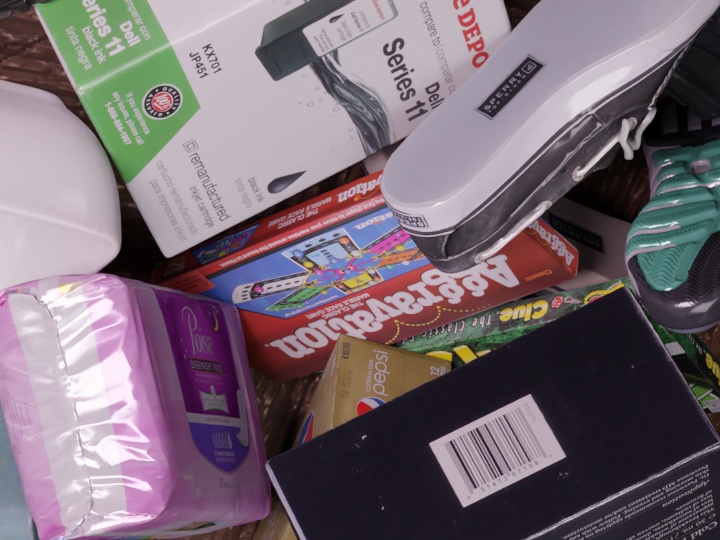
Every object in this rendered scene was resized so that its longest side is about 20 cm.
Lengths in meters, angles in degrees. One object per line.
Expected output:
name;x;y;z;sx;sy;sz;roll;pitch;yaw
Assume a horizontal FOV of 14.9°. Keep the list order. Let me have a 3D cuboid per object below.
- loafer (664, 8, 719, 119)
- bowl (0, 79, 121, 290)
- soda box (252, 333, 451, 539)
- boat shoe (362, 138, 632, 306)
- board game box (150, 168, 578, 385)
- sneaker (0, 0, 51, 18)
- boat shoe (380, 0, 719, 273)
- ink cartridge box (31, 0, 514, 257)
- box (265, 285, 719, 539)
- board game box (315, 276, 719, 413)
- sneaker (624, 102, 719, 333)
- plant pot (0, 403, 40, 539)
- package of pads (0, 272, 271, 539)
loafer;0.132;-0.147;1.360;0.200;0.068;0.070;31;103;-38
bowl;-0.219;-0.046;1.273;0.199;0.075;0.200;11;166;-23
soda box;-0.011;0.127;1.477;0.064;0.068;0.200;14;135;-9
boat shoe;0.068;-0.003;1.443;0.200;0.075;0.093;28;130;-20
board game box;0.000;0.000;1.396;0.200;0.019;0.103;-21;135;36
sneaker;-0.144;-0.169;1.205;0.200;0.079;0.074;-22;156;20
boat shoe;0.101;-0.076;1.291;0.199;0.074;0.068;-45;134;-10
ink cartridge box;-0.036;-0.114;1.289;0.200;0.083;0.147;-28;145;-3
box;0.076;0.131;1.369;0.200;0.104;0.182;-25;147;-5
board game box;0.086;0.056;1.455;0.200;0.023;0.105;-14;136;32
sneaker;0.179;-0.009;1.383;0.074;0.200;0.088;-8;120;15
plant pot;-0.243;0.129;1.333;0.200;0.197;0.196;-1;127;0
package of pads;-0.107;0.067;1.323;0.076;0.121;0.200;-12;173;12
